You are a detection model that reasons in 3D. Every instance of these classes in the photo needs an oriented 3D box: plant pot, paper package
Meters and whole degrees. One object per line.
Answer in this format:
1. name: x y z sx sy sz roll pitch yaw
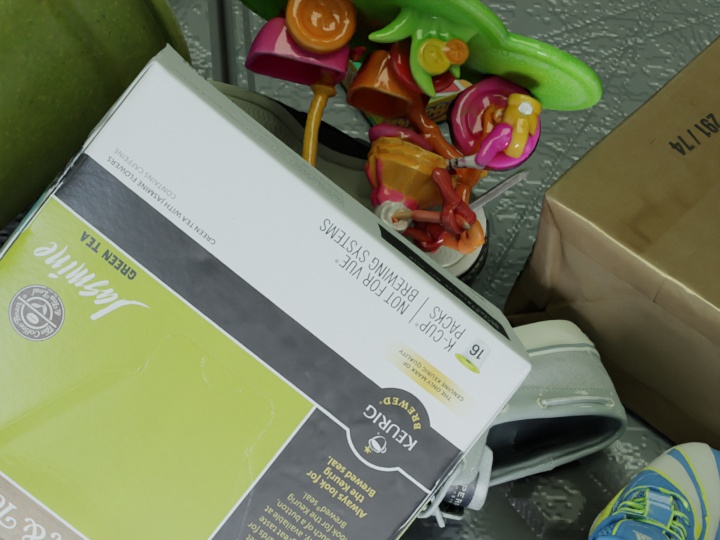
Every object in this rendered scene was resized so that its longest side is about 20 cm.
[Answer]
1. plant pot: -0.214 -0.084 1.152 0.200 0.201 0.185 32 68 13
2. paper package: 0.206 -0.010 1.236 0.190 0.104 0.200 35 53 18

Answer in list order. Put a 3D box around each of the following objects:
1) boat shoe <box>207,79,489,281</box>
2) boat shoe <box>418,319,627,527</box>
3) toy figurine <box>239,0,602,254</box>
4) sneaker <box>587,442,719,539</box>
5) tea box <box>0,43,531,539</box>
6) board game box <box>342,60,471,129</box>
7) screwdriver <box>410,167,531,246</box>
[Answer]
1. boat shoe: -0.027 -0.042 1.242 0.199 0.068 0.072 22 91 11
2. boat shoe: 0.042 0.081 1.144 0.200 0.070 0.072 -16 53 -27
3. toy figurine: 0.000 -0.036 1.142 0.199 0.150 0.185 20 77 -11
4. sneaker: 0.138 0.136 1.098 0.075 0.105 0.200 26 51 9
5. tea box: -0.067 0.044 1.014 0.200 0.134 0.197 39 94 -7
6. board game box: 0.003 -0.163 1.365 0.095 0.030 0.200 -20 56 -27
7. screwdriver: 0.000 0.000 1.181 0.200 0.028 0.029 -38 92 -8
